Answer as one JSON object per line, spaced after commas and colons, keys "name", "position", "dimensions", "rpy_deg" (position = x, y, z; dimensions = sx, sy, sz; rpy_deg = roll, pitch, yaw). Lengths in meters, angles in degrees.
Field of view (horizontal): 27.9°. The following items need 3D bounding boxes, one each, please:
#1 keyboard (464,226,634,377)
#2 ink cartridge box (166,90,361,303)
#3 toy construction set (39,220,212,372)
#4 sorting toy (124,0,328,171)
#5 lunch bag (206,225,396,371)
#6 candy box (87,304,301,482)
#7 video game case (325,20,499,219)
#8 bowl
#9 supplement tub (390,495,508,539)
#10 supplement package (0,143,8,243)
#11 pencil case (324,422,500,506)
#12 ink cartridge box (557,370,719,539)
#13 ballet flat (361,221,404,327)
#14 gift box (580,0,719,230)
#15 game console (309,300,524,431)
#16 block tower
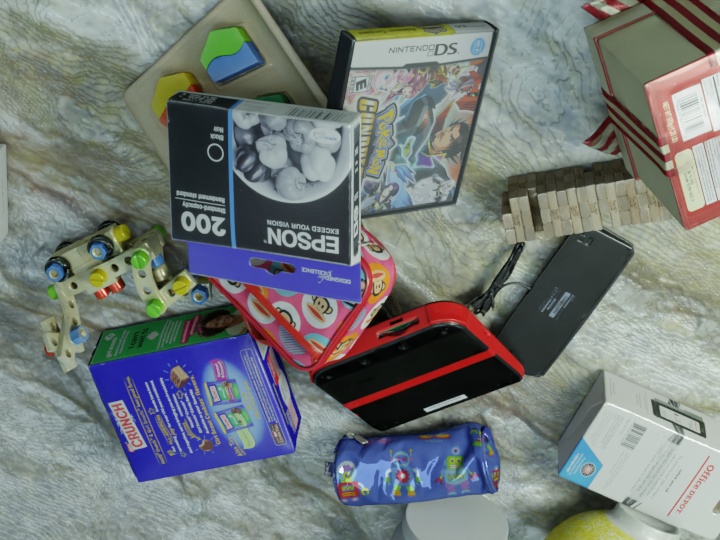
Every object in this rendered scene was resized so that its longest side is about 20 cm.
{"name": "keyboard", "position": [0.195, 0.022, 1.576], "dimensions": [0.126, 0.021, 0.201], "rpy_deg": [26, 118, -14]}
{"name": "ink cartridge box", "position": [-0.093, -0.065, 1.414], "dimensions": [0.196, 0.043, 0.202], "rpy_deg": [9, 117, 19]}
{"name": "toy construction set", "position": [-0.274, 0.021, 1.597], "dimensions": [0.199, 0.092, 0.132], "rpy_deg": [-29, 111, 9]}
{"name": "sorting toy", "position": [-0.136, -0.160, 1.462], "dimensions": [0.200, 0.036, 0.186], "rpy_deg": [-39, 79, 26]}
{"name": "lunch bag", "position": [-0.074, 0.002, 1.523], "dimensions": [0.200, 0.082, 0.177], "rpy_deg": [44, 120, 17]}
{"name": "candy box", "position": [-0.187, 0.139, 1.654], "dimensions": [0.198, 0.077, 0.171], "rpy_deg": [-12, 118, 12]}
{"name": "video game case", "position": [0.042, -0.146, 1.437], "dimensions": [0.179, 0.025, 0.202], "rpy_deg": [-10, 126, -34]}
{"name": "bowl", "position": [0.305, 0.327, 1.645], "dimensions": [0.198, 0.200, 0.109], "rpy_deg": [23, 100, -6]}
{"name": "supplement tub", "position": [0.098, 0.372, 1.707], "dimensions": [0.143, 0.145, 0.202], "rpy_deg": [10, 119, 1]}
{"name": "supplement package", "position": [-0.491, -0.077, 1.552], "dimensions": [0.198, 0.110, 0.115], "rpy_deg": [7, 119, 3]}
{"name": "pencil case", "position": [0.061, 0.222, 1.668], "dimensions": [0.198, 0.078, 0.088], "rpy_deg": [-6, 104, 11]}
{"name": "ink cartridge box", "position": [0.336, 0.210, 1.633], "dimensions": [0.198, 0.068, 0.117], "rpy_deg": [24, 120, -6]}
{"name": "ballet flat", "position": [0.000, 0.000, 1.578], "dimensions": [0.067, 0.046, 0.201], "rpy_deg": [-19, 110, 27]}
{"name": "gift box", "position": [0.308, -0.170, 1.358], "dimensions": [0.198, 0.187, 0.186], "rpy_deg": [-18, 118, -1]}
{"name": "game console", "position": [0.058, 0.107, 1.593], "dimensions": [0.198, 0.031, 0.177], "rpy_deg": [-22, 143, 24]}
{"name": "block tower", "position": [0.245, -0.076, 1.495], "dimensions": [0.198, 0.058, 0.054], "rpy_deg": [-10, 118, 11]}
